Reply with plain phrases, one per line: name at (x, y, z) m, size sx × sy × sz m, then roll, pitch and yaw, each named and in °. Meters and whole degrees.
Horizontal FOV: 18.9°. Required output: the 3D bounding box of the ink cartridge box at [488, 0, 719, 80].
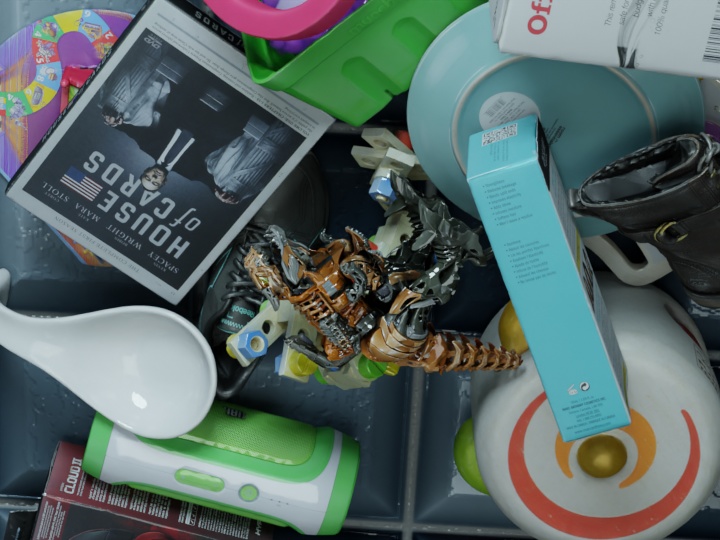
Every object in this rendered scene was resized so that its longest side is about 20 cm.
ink cartridge box at (0.187, -0.201, 1.315) m, size 0.199 × 0.084 × 0.145 m, roll 7°, pitch 121°, yaw -6°

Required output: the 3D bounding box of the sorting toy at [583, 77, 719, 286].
sorting toy at (0.209, -0.077, 1.512) m, size 0.200 × 0.107 × 0.180 m, roll 34°, pitch 120°, yaw -13°

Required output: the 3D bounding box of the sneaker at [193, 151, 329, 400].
sneaker at (-0.072, 0.004, 1.567) m, size 0.075 × 0.079 × 0.200 m, roll 15°, pitch 114°, yaw -5°

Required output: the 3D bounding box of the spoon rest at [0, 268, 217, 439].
spoon rest at (-0.194, 0.057, 1.566) m, size 0.200 × 0.061 × 0.100 m, roll 20°, pitch 111°, yaw 18°

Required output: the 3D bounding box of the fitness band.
fitness band at (-0.066, -0.241, 1.376) m, size 0.144 × 0.037 × 0.200 m, roll -44°, pitch 72°, yaw 28°

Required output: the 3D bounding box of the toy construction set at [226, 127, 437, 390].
toy construction set at (0.000, 0.000, 1.532) m, size 0.131 × 0.092 × 0.200 m, roll 30°, pitch 83°, yaw -25°

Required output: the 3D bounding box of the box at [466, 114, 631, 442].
box at (0.125, 0.006, 1.420) m, size 0.049 × 0.082 × 0.200 m, roll -17°, pitch 111°, yaw 12°

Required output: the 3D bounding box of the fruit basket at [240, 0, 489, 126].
fruit basket at (-0.012, -0.227, 1.427) m, size 0.215 × 0.156 × 0.216 m, roll -6°, pitch 130°, yaw -7°

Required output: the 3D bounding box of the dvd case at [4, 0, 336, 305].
dvd case at (-0.133, -0.083, 1.501) m, size 0.150 × 0.025 × 0.200 m, roll 34°, pitch 119°, yaw -15°

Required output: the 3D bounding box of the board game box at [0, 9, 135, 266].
board game box at (-0.185, -0.087, 1.546) m, size 0.158 × 0.039 × 0.200 m, roll -34°, pitch 111°, yaw 17°

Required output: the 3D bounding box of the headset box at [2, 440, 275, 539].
headset box at (-0.179, 0.228, 1.675) m, size 0.199 × 0.075 × 0.149 m, roll 16°, pitch 120°, yaw -6°

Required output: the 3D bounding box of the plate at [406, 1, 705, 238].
plate at (0.129, -0.095, 1.437) m, size 0.200 × 0.026 × 0.201 m, roll 4°, pitch 129°, yaw 5°

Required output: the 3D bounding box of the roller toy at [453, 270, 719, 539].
roller toy at (0.172, 0.104, 1.572) m, size 0.182 × 0.140 × 0.200 m, roll 12°, pitch 115°, yaw -5°

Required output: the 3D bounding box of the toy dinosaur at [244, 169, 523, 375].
toy dinosaur at (0.021, 0.013, 1.458) m, size 0.200 × 0.102 × 0.136 m, roll 24°, pitch 101°, yaw -43°

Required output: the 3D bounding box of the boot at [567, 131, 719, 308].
boot at (0.257, -0.041, 1.421) m, size 0.200 × 0.069 × 0.174 m, roll -20°, pitch 146°, yaw 25°

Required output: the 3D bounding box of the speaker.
speaker at (-0.105, 0.139, 1.628) m, size 0.199 × 0.089 × 0.089 m, roll 15°, pitch 115°, yaw -5°
